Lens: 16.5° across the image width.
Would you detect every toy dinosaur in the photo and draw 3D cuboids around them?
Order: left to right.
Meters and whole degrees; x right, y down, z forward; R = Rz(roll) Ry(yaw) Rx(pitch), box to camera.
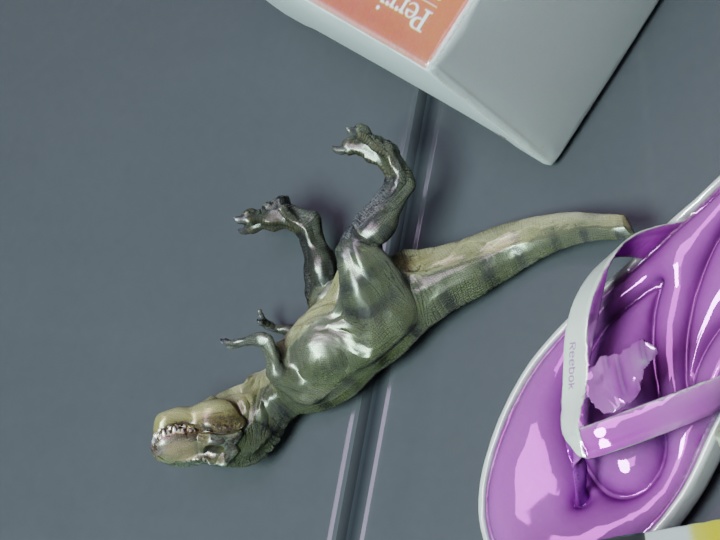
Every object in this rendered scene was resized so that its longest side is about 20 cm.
[{"bbox_3d":[0.000,0.000,0.934,0.200,0.047,0.088,-31,75,16],"label":"toy dinosaur"}]

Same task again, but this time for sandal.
[{"bbox_3d":[0.104,0.022,0.864,0.082,0.050,0.203,40,95,33],"label":"sandal"}]

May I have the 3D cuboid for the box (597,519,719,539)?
[{"bbox_3d":[0.112,0.121,0.774,0.199,0.049,0.082,-11,33,7],"label":"box"}]

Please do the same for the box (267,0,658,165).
[{"bbox_3d":[0.049,-0.169,0.927,0.152,0.106,0.200,33,90,33],"label":"box"}]

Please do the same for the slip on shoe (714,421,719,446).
[{"bbox_3d":[0.208,0.011,0.808,0.200,0.074,0.061,-42,93,4],"label":"slip on shoe"}]
